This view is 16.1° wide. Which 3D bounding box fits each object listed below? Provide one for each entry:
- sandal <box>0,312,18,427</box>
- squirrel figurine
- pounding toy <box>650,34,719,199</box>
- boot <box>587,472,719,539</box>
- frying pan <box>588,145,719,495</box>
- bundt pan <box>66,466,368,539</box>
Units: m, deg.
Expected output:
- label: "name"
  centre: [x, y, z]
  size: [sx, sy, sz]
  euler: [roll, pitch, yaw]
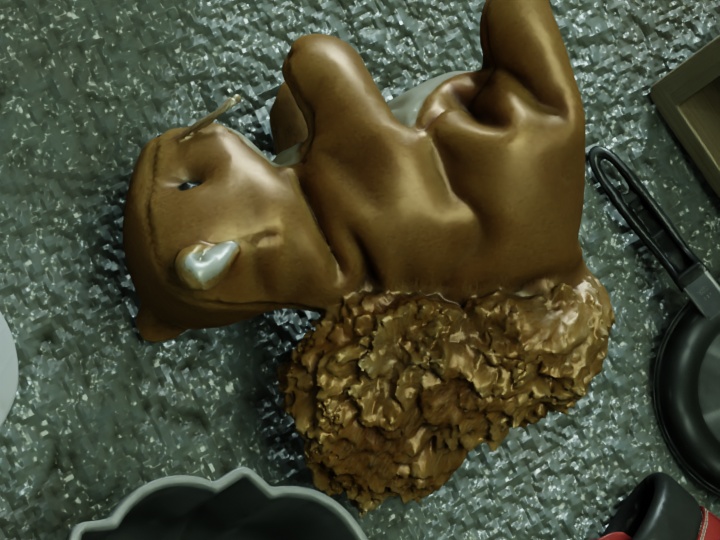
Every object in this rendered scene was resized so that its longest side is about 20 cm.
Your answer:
- label: "sandal"
  centre: [-0.228, 0.014, 0.987]
  size: [0.206, 0.059, 0.079]
  euler: [27, 48, 1]
- label: "squirrel figurine"
  centre: [0.000, 0.000, 1.071]
  size: [0.186, 0.141, 0.201]
  euler: [-17, 84, -25]
- label: "pounding toy"
  centre: [0.270, -0.060, 1.222]
  size: [0.142, 0.184, 0.200]
  euler: [-35, 89, -28]
- label: "boot"
  centre: [0.138, 0.197, 1.139]
  size: [0.144, 0.072, 0.201]
  euler: [32, 57, -19]
- label: "frying pan"
  centre: [0.186, 0.019, 1.198]
  size: [0.114, 0.031, 0.191]
  euler: [-15, 88, 5]
- label: "bundt pan"
  centre: [-0.065, 0.184, 1.021]
  size: [0.201, 0.076, 0.203]
  euler: [7, 75, -29]
